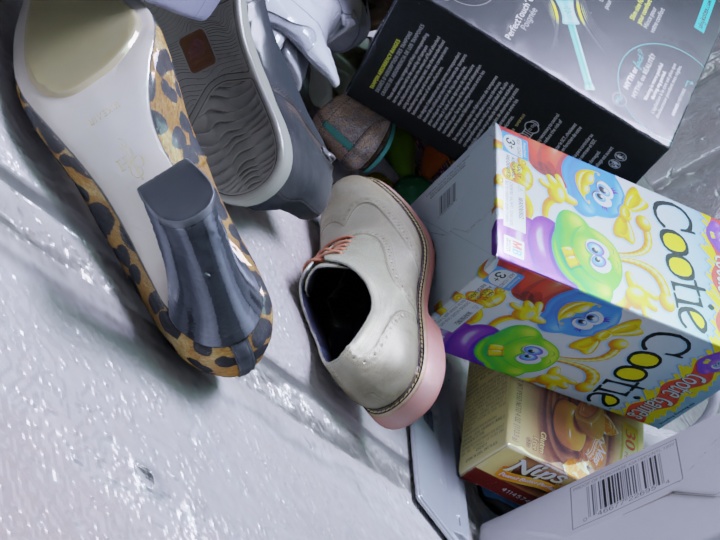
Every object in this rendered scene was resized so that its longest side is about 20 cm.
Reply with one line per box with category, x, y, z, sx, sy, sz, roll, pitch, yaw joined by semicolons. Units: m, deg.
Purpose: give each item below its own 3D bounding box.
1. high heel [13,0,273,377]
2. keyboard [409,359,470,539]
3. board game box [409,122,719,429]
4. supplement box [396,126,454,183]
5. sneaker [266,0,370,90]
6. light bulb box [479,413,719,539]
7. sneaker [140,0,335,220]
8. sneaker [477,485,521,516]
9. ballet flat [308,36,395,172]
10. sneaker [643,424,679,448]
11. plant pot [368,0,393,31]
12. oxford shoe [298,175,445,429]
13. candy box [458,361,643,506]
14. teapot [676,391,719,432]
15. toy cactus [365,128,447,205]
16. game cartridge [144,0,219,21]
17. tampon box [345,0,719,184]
high heel;-0.104;-0.044;0.722;0.200;0.071;0.143;57;-13;35
keyboard;0.046;0.100;1.002;0.056;0.011;0.200;48;20;-25
board game box;0.138;0.009;0.969;0.199;0.105;0.103;20;51;-23
supplement box;0.107;-0.127;1.246;0.131;0.103;0.200;63;-19;6
sneaker;-0.044;-0.156;1.020;0.200;0.075;0.116;31;48;-64
light bulb box;0.201;0.222;0.926;0.200;0.198;0.125;57;18;-17
sneaker;-0.077;-0.122;0.896;0.106;0.074;0.201;26;47;-72
sneaker;0.140;0.158;1.095;0.200;0.082;0.074;7;63;-48
ballet flat;-0.005;-0.141;1.156;0.067;0.068;0.200;33;22;-13
sneaker;0.261;0.163;1.066;0.078;0.199;0.080;-55;160;-88
plant pot;-0.014;-0.280;1.181;0.200;0.199;0.174;8;72;-71
oxford shoe;0.000;0.000;0.917;0.074;0.071;0.200;37;23;-34
candy box;0.133;0.067;1.041;0.115;0.055;0.201;29;47;-23
teapot;0.221;0.048;1.384;0.200;0.146;0.198;40;27;-55
toy cactus;0.058;-0.014;1.126;0.165;0.102;0.201;-29;93;-56
game cartridge;-0.139;-0.166;0.706;0.133;0.041;0.200;28;7;17
tampon box;0.119;-0.150;1.051;0.199;0.126;0.150;32;55;-2
